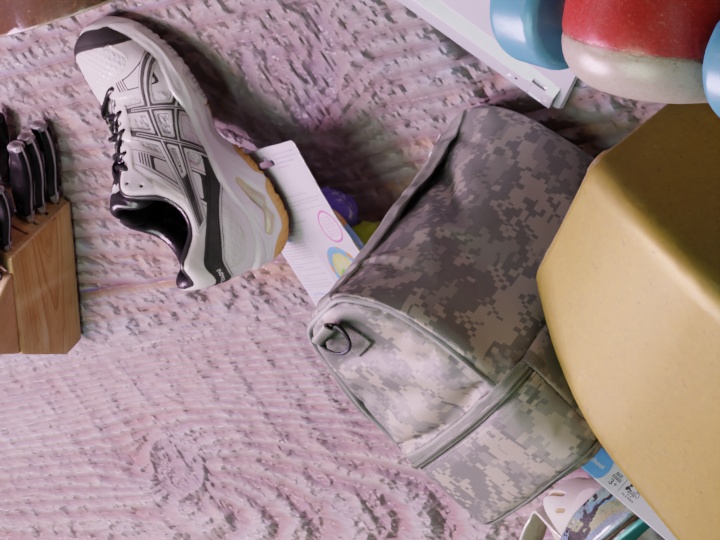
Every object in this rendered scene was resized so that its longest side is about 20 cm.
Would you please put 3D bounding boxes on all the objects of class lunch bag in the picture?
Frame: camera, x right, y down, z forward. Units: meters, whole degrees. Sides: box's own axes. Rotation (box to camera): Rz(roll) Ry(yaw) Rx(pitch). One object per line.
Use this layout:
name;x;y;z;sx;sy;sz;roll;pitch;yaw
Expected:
lunch bag;0.079;0.017;1.609;0.168;0.200;0.139;42;144;-7

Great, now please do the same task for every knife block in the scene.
knife block;-0.243;-0.029;2.019;0.064;0.176;0.200;28;-171;21

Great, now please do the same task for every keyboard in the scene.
keyboard;0.042;-0.165;1.610;0.200;0.011;0.056;36;141;9

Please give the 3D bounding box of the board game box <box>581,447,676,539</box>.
board game box;0.239;0.118;1.620;0.200;0.045;0.135;40;102;3

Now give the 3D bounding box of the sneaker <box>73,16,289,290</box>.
sneaker;-0.133;-0.075;1.789;0.200;0.088;0.076;51;156;18

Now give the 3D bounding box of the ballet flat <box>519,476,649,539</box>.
ballet flat;0.140;0.175;1.843;0.074;0.074;0.200;38;143;6

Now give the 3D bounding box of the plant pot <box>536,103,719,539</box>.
plant pot;0.209;0.010;1.484;0.200;0.194;0.196;43;148;15

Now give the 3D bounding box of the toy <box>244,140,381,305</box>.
toy;0.000;0.000;1.793;0.200;0.047;0.115;61;156;-8

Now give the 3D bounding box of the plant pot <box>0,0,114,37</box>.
plant pot;-0.168;-0.258;1.590;0.187;0.187;0.201;-7;109;49

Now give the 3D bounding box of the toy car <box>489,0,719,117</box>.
toy car;0.180;-0.185;1.353;0.184;0.177;0.201;23;116;48
